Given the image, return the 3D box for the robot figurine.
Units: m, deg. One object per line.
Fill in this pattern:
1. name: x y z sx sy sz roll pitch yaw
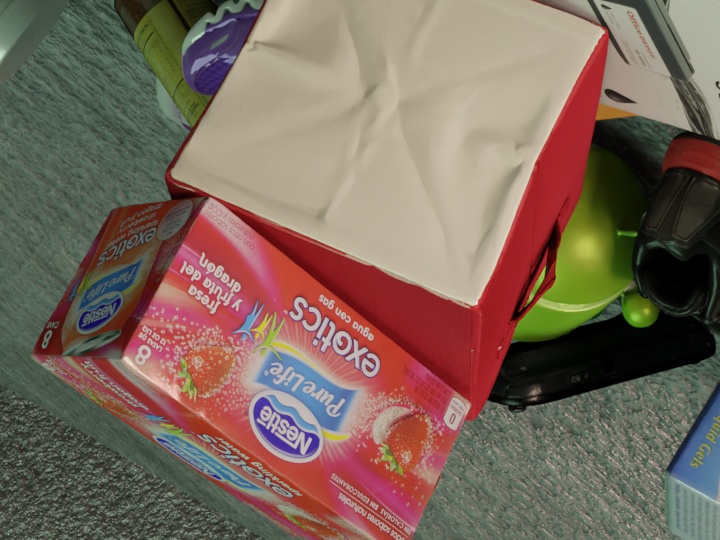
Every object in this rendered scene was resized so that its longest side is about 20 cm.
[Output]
1. robot figurine: 0.130 -0.019 1.145 0.175 0.116 0.200 36 161 2

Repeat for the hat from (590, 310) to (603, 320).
1. hat: 0.065 0.043 1.312 0.199 0.176 0.166 30 161 16

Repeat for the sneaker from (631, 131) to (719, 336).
1. sneaker: 0.219 0.001 1.064 0.071 0.098 0.201 21 158 30

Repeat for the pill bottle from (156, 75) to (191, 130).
1. pill bottle: -0.042 -0.120 1.214 0.199 0.113 0.112 29 160 19

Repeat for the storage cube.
1. storage cube: 0.015 -0.049 0.893 0.199 0.172 0.180 24 161 11

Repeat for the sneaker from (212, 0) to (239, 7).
1. sneaker: -0.059 -0.182 1.116 0.200 0.072 0.083 40 179 2

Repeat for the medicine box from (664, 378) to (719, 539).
1. medicine box: 0.320 0.119 1.035 0.199 0.183 0.103 27 160 24

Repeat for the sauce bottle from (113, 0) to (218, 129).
1. sauce bottle: -0.128 -0.173 1.159 0.201 0.066 0.066 58 168 18

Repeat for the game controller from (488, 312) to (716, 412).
1. game controller: 0.163 0.064 1.219 0.104 0.199 0.042 -1 99 59

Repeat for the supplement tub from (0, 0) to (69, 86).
1. supplement tub: -0.355 -0.261 1.402 0.200 0.132 0.132 39 161 -6

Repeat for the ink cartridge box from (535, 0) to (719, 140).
1. ink cartridge box: 0.165 -0.143 0.831 0.199 0.084 0.145 22 158 35

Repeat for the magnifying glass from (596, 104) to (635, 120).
1. magnifying glass: 0.190 -0.105 0.979 0.080 0.022 0.200 45 161 -24

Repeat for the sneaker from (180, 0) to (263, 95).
1. sneaker: -0.016 -0.125 1.054 0.199 0.089 0.081 -3 158 3

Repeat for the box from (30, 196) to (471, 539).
1. box: -0.053 0.057 0.851 0.200 0.096 0.099 39 157 -30
